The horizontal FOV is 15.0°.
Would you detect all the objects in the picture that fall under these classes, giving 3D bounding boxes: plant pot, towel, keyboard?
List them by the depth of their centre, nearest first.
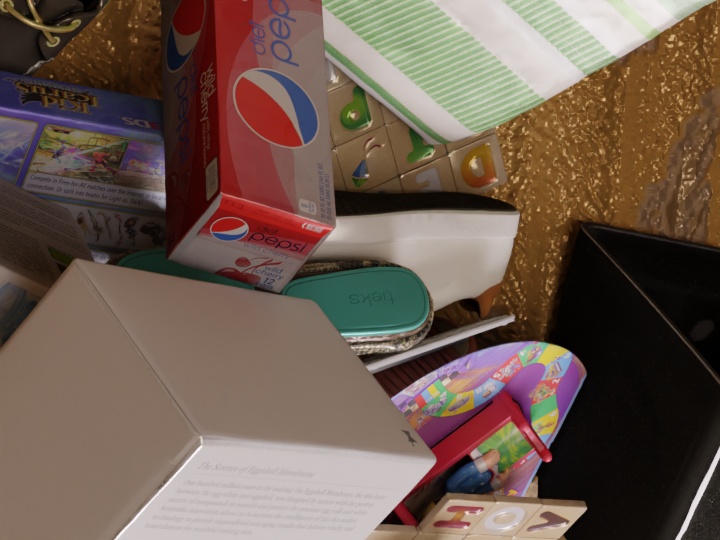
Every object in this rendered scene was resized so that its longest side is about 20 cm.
[{"bbox_3d":[0.074,-0.150,1.492,0.200,0.023,0.152,-30,128,30],"label":"towel"},{"bbox_3d":[-0.005,0.055,1.516,0.199,0.056,0.011,-18,86,-34],"label":"keyboard"},{"bbox_3d":[0.219,0.108,1.649,0.199,0.200,0.178,9,116,-30],"label":"plant pot"}]

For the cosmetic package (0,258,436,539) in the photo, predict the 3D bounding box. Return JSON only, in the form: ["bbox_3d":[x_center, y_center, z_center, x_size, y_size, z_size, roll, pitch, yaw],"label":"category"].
[{"bbox_3d":[-0.107,0.112,1.338,0.200,0.123,0.199,-47,151,19],"label":"cosmetic package"}]

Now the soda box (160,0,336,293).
[{"bbox_3d":[-0.059,-0.091,1.415,0.070,0.201,0.063,16,139,-25],"label":"soda box"}]

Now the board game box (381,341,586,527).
[{"bbox_3d":[0.061,0.126,1.602,0.158,0.039,0.200,-9,138,-36],"label":"board game box"}]

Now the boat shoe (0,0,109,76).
[{"bbox_3d":[-0.162,-0.155,1.418,0.072,0.061,0.201,38,89,-33],"label":"boat shoe"}]

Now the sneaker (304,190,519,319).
[{"bbox_3d":[0.000,0.000,1.545,0.199,0.073,0.085,2,105,-29],"label":"sneaker"}]

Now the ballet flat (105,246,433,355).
[{"bbox_3d":[-0.058,0.028,1.473,0.199,0.075,0.068,1,69,-28],"label":"ballet flat"}]

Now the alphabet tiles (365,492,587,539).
[{"bbox_3d":[0.043,0.192,1.618,0.167,0.008,0.200,7,138,-33],"label":"alphabet tiles"}]

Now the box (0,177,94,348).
[{"bbox_3d":[-0.230,0.052,1.374,0.112,0.101,0.200,26,111,-38],"label":"box"}]

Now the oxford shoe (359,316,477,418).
[{"bbox_3d":[-0.017,0.098,1.596,0.200,0.071,0.074,-31,141,-11],"label":"oxford shoe"}]

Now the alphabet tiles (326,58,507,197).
[{"bbox_3d":[-0.001,-0.077,1.563,0.166,0.006,0.201,-25,118,-18],"label":"alphabet tiles"}]

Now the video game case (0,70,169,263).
[{"bbox_3d":[-0.194,-0.016,1.438,0.199,0.045,0.182,9,121,-30],"label":"video game case"}]
